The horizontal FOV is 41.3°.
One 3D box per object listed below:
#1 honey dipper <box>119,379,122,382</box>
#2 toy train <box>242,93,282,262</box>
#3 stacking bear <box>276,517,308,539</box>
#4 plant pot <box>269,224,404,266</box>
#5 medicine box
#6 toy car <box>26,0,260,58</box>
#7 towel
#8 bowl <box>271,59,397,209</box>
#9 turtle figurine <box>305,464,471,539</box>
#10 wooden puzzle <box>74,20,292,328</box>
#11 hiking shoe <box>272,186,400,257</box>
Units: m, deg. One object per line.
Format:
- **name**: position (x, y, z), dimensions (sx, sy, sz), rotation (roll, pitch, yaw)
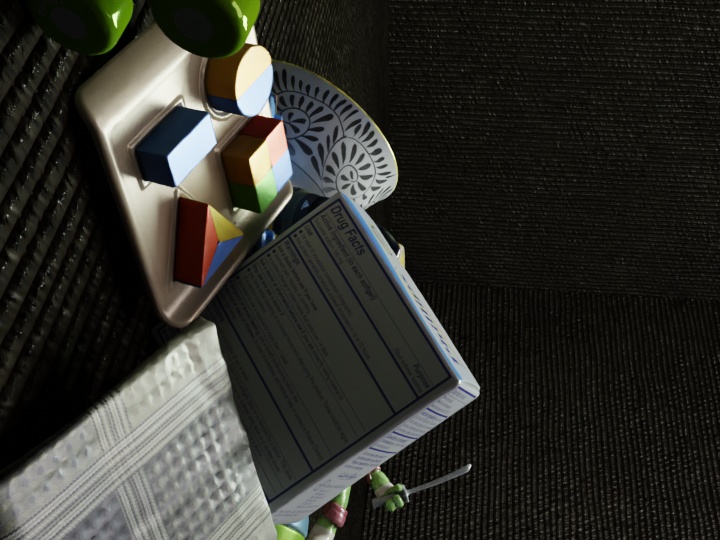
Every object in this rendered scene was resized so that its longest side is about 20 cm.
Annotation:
- **honey dipper**: position (-0.158, 0.107, 0.784), dimensions (0.200, 0.037, 0.039), rotation (80, 14, -82)
- **toy train**: position (-0.116, -0.073, 0.864), dimensions (0.114, 0.085, 0.203), rotation (108, -15, -76)
- **stacking bear**: position (-0.114, 0.292, 0.987), dimensions (0.114, 0.120, 0.202), rotation (103, 3, -64)
- **plant pot**: position (-0.047, 0.030, 1.081), dimensions (0.201, 0.186, 0.204), rotation (4, 90, -83)
- **medicine box**: position (-0.035, 0.075, 0.778), dimensions (0.183, 0.199, 0.103), rotation (57, 6, 19)
- **toy car**: position (-0.117, -0.241, 0.490), dimensions (0.201, 0.155, 0.166), rotation (67, 35, -52)
- **towel**: position (-0.135, 0.157, 0.598), dimensions (0.200, 0.034, 0.195), rotation (-40, 124, -49)
- **bowl**: position (-0.068, -0.108, 0.982), dimensions (0.095, 0.199, 0.202), rotation (-55, 161, -24)
- **turtle figurine**: position (-0.008, 0.233, 1.119), dimensions (0.195, 0.198, 0.145), rotation (-54, 143, -28)
- **wooden puzzle**: position (-0.108, -0.086, 0.699), dimensions (0.186, 0.046, 0.202), rotation (-56, 145, -39)
- **hiking shoe**: position (0.000, 0.000, 0.918), dimensions (0.200, 0.100, 0.076), rotation (45, 66, -43)
